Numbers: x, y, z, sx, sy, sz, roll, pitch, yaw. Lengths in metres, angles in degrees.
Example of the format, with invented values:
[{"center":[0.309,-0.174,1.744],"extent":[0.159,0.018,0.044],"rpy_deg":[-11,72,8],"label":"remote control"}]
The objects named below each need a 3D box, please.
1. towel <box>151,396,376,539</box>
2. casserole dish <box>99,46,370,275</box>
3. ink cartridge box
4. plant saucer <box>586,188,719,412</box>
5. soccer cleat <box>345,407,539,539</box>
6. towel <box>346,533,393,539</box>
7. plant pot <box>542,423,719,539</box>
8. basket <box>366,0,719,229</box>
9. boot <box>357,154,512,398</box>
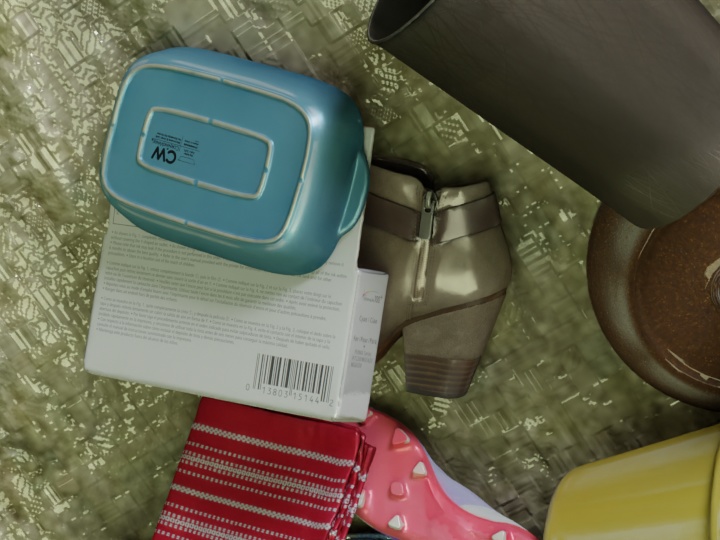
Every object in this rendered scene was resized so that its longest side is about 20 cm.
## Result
[{"center":[-0.081,0.186,1.111],"extent":[0.143,0.022,0.202],"rpy_deg":[12,76,32],"label":"towel"},{"center":[-0.086,-0.070,1.032],"extent":[0.198,0.039,0.123],"rpy_deg":[18,95,30],"label":"casserole dish"},{"center":[-0.076,-0.008,1.068],"extent":[0.198,0.045,0.179],"rpy_deg":[8,90,30],"label":"ink cartridge box"},{"center":[0.238,0.006,1.045],"extent":[0.198,0.037,0.203],"rpy_deg":[4,112,10],"label":"plant saucer"},{"center":[0.052,0.163,1.119],"extent":[0.199,0.077,0.067],"rpy_deg":[35,82,26],"label":"soccer cleat"},{"center":[0.044,0.252,1.189],"extent":[0.197,0.024,0.149],"rpy_deg":[0,113,12],"label":"towel"},{"center":[0.223,0.181,1.048],"extent":[0.187,0.201,0.203],"rpy_deg":[-7,112,32],"label":"plant pot"},{"center":[0.124,-0.128,0.952],"extent":[0.200,0.181,0.136],"rpy_deg":[40,138,-16],"label":"basket"},{"center":[0.000,0.000,1.083],"extent":[0.197,0.070,0.148],"rpy_deg":[5,105,13],"label":"boot"}]
